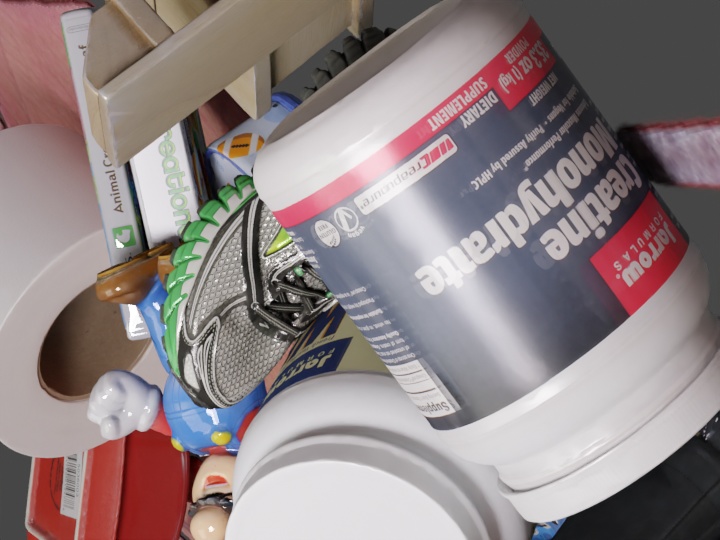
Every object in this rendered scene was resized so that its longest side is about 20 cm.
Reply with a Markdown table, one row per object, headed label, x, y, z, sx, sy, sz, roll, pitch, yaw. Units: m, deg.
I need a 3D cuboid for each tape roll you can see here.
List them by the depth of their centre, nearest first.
| label | x | y | z | sx | sy | sz | roll | pitch | yaw |
| --- | --- | --- | --- | --- | --- | --- | --- | --- | --- |
| tape roll | -0.224 | 0.014 | 1.842 | 0.139 | 0.203 | 0.203 | 39 | 161 | 34 |

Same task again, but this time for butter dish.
| label | x | y | z | sx | sy | sz | roll | pitch | yaw |
| --- | --- | --- | --- | --- | --- | --- | --- | --- | --- |
| butter dish | -0.211 | 0.190 | 2.341 | 0.199 | 0.147 | 0.201 | 22 | 107 | 61 |

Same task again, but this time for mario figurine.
| label | x | y | z | sx | sy | sz | roll | pitch | yaw |
| --- | --- | --- | --- | --- | --- | --- | --- | --- | --- |
| mario figurine | -0.079 | 0.087 | 1.348 | 0.123 | 0.106 | 0.201 | -170 | 57 | -78 |

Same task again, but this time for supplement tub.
| label | x | y | z | sx | sy | sz | roll | pitch | yaw |
| --- | --- | --- | --- | --- | --- | --- | --- | --- | --- |
| supplement tub | 0.061 | -0.008 | 1.102 | 0.200 | 0.140 | 0.140 | 53 | 164 | -9 |
| supplement tub | 0.022 | 0.085 | 1.234 | 0.144 | 0.200 | 0.146 | 8 | 122 | 13 |

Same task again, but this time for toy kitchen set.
| label | x | y | z | sx | sy | sz | roll | pitch | yaw |
| --- | --- | --- | --- | --- | --- | --- | --- | --- | --- |
| toy kitchen set | -0.106 | -0.165 | 1.169 | 0.180 | 0.163 | 0.200 | 46 | 164 | 15 |

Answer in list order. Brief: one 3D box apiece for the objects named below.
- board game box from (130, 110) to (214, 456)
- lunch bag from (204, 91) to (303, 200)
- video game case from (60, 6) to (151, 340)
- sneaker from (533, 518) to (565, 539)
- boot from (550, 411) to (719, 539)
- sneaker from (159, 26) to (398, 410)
| label | x | y | z | sx | sy | sz | roll | pitch | yaw |
| --- | --- | --- | --- | --- | --- | --- | --- | --- | --- |
| board game box | -0.095 | -0.008 | 1.451 | 0.126 | 0.034 | 0.201 | -92 | -9 | -78 |
| lunch bag | 0.000 | 0.000 | 1.421 | 0.200 | 0.075 | 0.161 | 43 | 160 | 30 |
| video game case | -0.133 | -0.062 | 1.486 | 0.200 | 0.022 | 0.183 | -76 | -25 | -84 |
| sneaker | 0.094 | 0.135 | 1.408 | 0.079 | 0.089 | 0.200 | 63 | 166 | 12 |
| boot | 0.113 | 0.130 | 1.196 | 0.074 | 0.154 | 0.204 | 47 | 153 | 0 |
| sneaker | -0.019 | -0.018 | 1.198 | 0.085 | 0.200 | 0.078 | 35 | 179 | 39 |
